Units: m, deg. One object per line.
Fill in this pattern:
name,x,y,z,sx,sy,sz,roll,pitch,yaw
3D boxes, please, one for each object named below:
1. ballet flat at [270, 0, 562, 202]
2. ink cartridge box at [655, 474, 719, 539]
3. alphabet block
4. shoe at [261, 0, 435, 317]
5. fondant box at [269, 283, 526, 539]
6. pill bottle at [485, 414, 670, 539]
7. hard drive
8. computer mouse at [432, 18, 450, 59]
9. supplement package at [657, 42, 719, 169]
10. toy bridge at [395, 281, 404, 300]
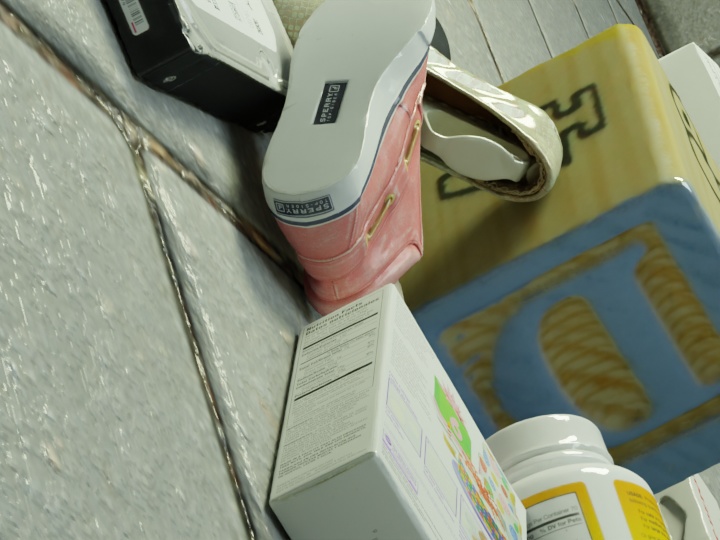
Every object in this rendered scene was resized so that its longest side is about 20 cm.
ballet flat,0.025,-0.096,1.477,0.199,0.068,0.062,21,28,-10
ink cartridge box,0.227,0.231,1.768,0.200,0.083,0.147,53,16,-39
alphabet block,0.134,0.007,1.593,0.196,0.196,0.200,58,14,-28
shoe,0.001,-0.067,1.403,0.201,0.071,0.091,-71,152,-45
fondant box,0.023,0.112,1.254,0.145,0.058,0.200,59,14,-17
pill bottle,0.118,0.178,1.382,0.109,0.109,0.201,46,22,-52
hard drive,-0.090,-0.150,1.374,0.140,0.038,0.200,67,12,13
computer mouse,0.036,-0.143,1.832,0.141,0.046,0.200,67,13,21
supplement package,0.196,-0.046,1.926,0.156,0.199,0.111,65,12,10
toy bridge,0.000,0.000,1.451,0.067,0.027,0.201,54,16,-38
